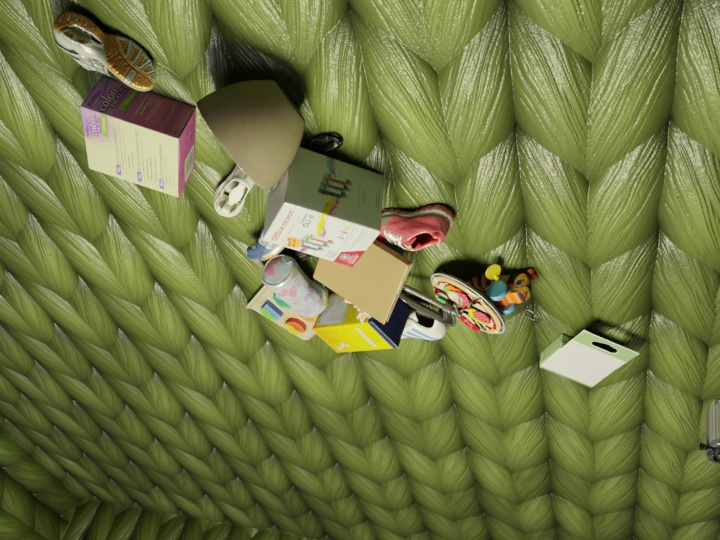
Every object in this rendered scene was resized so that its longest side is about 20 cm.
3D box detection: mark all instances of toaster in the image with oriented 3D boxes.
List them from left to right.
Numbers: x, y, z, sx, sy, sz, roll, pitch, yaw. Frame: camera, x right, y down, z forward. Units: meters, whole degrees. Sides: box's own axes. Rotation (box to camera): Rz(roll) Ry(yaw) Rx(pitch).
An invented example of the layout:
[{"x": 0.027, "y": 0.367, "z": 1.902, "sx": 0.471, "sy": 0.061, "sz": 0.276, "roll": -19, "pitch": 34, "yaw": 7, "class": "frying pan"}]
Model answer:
[{"x": 0.891, "y": 0.383, "z": 1.771, "sx": 0.199, "sy": 0.130, "sz": 0.114, "roll": 6, "pitch": 141, "yaw": 15, "class": "toaster"}]

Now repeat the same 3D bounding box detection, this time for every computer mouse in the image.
[{"x": -0.110, "y": -0.216, "z": 1.501, "sx": 0.059, "sy": 0.034, "sz": 0.200, "roll": 39, "pitch": 138, "yaw": -25, "class": "computer mouse"}]

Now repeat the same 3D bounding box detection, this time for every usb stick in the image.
[{"x": -0.154, "y": -0.042, "z": 1.744, "sx": 0.199, "sy": 0.033, "sz": 0.055, "roll": -19, "pitch": 123, "yaw": 39, "class": "usb stick"}]

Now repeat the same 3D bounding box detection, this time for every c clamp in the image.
[{"x": 0.148, "y": 0.067, "z": 1.706, "sx": 0.199, "sy": 0.027, "sz": 0.171, "roll": 25, "pitch": 163, "yaw": 27, "class": "c clamp"}]

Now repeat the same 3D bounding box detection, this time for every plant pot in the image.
[{"x": -0.179, "y": -0.265, "z": 1.365, "sx": 0.134, "sy": 0.201, "sz": 0.200, "roll": -38, "pitch": 124, "yaw": 6, "class": "plant pot"}]

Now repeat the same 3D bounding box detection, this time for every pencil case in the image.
[{"x": -0.150, "y": 0.038, "z": 1.766, "sx": 0.090, "sy": 0.083, "sz": 0.200, "roll": -31, "pitch": 146, "yaw": 10, "class": "pencil case"}]

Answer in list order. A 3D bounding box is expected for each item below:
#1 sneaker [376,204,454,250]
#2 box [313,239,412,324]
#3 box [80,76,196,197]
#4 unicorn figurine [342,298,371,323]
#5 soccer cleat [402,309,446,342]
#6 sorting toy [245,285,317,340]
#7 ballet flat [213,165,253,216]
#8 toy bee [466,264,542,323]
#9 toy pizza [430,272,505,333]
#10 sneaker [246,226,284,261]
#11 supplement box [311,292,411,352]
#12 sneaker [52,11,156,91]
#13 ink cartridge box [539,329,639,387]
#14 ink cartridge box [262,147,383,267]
[{"x": 0.092, "y": -0.079, "z": 1.548, "sx": 0.199, "sy": 0.087, "sz": 0.074, "roll": -10, "pitch": 135, "yaw": 32, "class": "sneaker"}, {"x": 0.000, "y": 0.000, "z": 1.620, "sx": 0.199, "sy": 0.021, "sz": 0.164, "roll": 32, "pitch": 124, "yaw": 17, "class": "box"}, {"x": -0.442, "y": -0.266, "z": 1.522, "sx": 0.199, "sy": 0.097, "sz": 0.176, "roll": 17, "pitch": 144, "yaw": -1, "class": "box"}, {"x": 0.005, "y": 0.006, "z": 1.682, "sx": 0.137, "sy": 0.074, "sz": 0.201, "roll": -27, "pitch": 92, "yaw": 41, "class": "unicorn figurine"}, {"x": 0.109, "y": 0.128, "z": 1.830, "sx": 0.199, "sy": 0.070, "sz": 0.087, "roll": -2, "pitch": 131, "yaw": 16, "class": "soccer cleat"}, {"x": -0.178, "y": 0.105, "z": 1.937, "sx": 0.199, "sy": 0.037, "sz": 0.185, "roll": 29, "pitch": 142, "yaw": -15, "class": "sorting toy"}, {"x": -0.276, "y": -0.158, "z": 1.618, "sx": 0.069, "sy": 0.070, "sz": 0.200, "roll": 28, "pitch": 142, "yaw": -14, "class": "ballet flat"}, {"x": 0.324, "y": 0.043, "z": 1.614, "sx": 0.199, "sy": 0.109, "sz": 0.131, "roll": 29, "pitch": 159, "yaw": 28, "class": "toy bee"}, {"x": 0.230, "y": 0.080, "z": 1.664, "sx": 0.200, "sy": 0.032, "sz": 0.200, "roll": 37, "pitch": 165, "yaw": 12, "class": "toy pizza"}, {"x": -0.189, "y": -0.087, "z": 1.680, "sx": 0.199, "sy": 0.075, "sz": 0.088, "roll": -23, "pitch": 117, "yaw": 33, "class": "sneaker"}, {"x": 0.002, "y": 0.118, "z": 1.803, "sx": 0.199, "sy": 0.109, "sz": 0.110, "roll": -9, "pitch": 136, "yaw": 42, "class": "supplement box"}, {"x": -0.472, "y": -0.398, "z": 1.402, "sx": 0.200, "sy": 0.076, "sz": 0.088, "roll": 34, "pitch": 156, "yaw": -16, "class": "sneaker"}, {"x": 0.526, "y": 0.192, "z": 1.746, "sx": 0.145, "sy": 0.048, "sz": 0.200, "roll": 22, "pitch": 143, "yaw": -6, "class": "ink cartridge box"}, {"x": -0.074, "y": -0.124, "z": 1.483, "sx": 0.199, "sy": 0.145, "sz": 0.145, "roll": 17, "pitch": 146, "yaw": -17, "class": "ink cartridge box"}]
